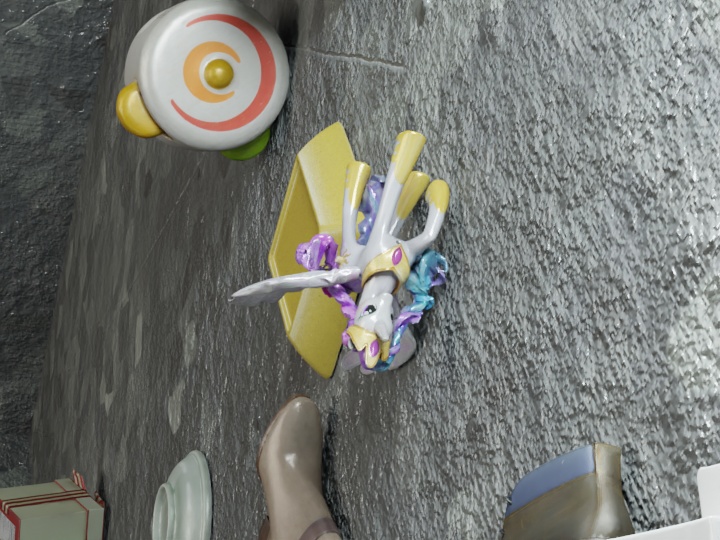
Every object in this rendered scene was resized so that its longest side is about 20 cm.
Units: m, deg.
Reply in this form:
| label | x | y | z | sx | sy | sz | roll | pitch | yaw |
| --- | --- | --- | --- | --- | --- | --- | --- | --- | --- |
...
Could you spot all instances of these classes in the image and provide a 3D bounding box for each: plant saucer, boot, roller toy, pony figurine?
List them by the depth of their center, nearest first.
| label | x | y | z | sx | sy | sz | roll | pitch | yaw |
| --- | --- | --- | --- | --- | --- | --- | --- | --- | --- |
| boot | 0.120 | 0.190 | 0.995 | 0.200 | 0.075 | 0.097 | -47 | 28 | 51 |
| pony figurine | 0.000 | 0.000 | 1.306 | 0.193 | 0.166 | 0.200 | -22 | 48 | 61 |
| boot | -0.052 | 0.240 | 1.505 | 0.146 | 0.070 | 0.200 | -140 | 56 | -61 |
| plant saucer | -0.048 | -0.024 | 1.580 | 0.200 | 0.048 | 0.200 | -109 | 30 | -51 |
| roller toy | -0.185 | -0.234 | 1.831 | 0.140 | 0.200 | 0.183 | -165 | 87 | -71 |
| plant saucer | -0.248 | 0.344 | 2.080 | 0.200 | 0.050 | 0.200 | -175 | 90 | -72 |

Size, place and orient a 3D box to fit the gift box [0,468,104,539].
| label | x | y | z | sx | sy | sz | roll | pitch | yaw |
| --- | --- | --- | --- | --- | --- | --- | --- | --- | --- |
| gift box | -0.570 | 0.476 | 2.796 | 0.200 | 0.187 | 0.185 | 32 | 118 | 53 |

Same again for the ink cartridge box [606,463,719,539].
| label | x | y | z | sx | sy | sz | roll | pitch | yaw |
| --- | --- | --- | --- | --- | --- | --- | --- | --- | --- |
| ink cartridge box | 0.182 | 0.191 | 0.785 | 0.117 | 0.067 | 0.200 | 139 | 133 | -65 |
